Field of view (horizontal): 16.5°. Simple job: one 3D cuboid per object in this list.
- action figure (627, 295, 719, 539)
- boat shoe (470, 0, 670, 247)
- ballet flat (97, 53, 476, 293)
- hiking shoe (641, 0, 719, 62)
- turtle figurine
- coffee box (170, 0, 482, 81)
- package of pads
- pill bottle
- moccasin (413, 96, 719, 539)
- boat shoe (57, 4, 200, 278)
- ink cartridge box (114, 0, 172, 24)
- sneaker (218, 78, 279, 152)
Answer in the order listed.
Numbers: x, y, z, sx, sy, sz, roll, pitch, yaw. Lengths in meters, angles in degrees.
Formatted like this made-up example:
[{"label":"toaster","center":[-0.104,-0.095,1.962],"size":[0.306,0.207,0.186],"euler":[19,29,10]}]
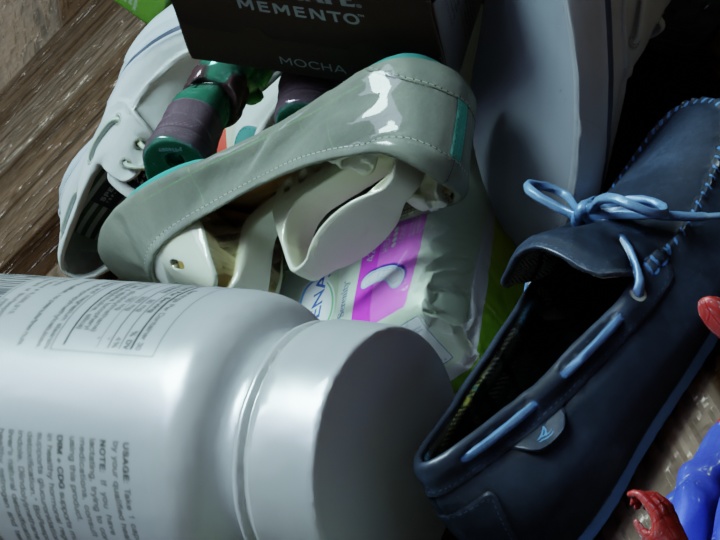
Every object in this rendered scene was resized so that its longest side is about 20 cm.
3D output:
[{"label":"action figure","center":[0.087,0.074,0.741],"size":[0.065,0.099,0.201],"euler":[-22,38,46]},{"label":"boat shoe","center":[0.087,-0.103,0.931],"size":[0.074,0.065,0.201],"euler":[33,127,50]},{"label":"ballet flat","center":[-0.035,-0.019,0.958],"size":[0.200,0.067,0.064],"euler":[-28,49,39]},{"label":"hiking shoe","center":[0.102,-0.123,1.053],"size":[0.200,0.074,0.087],"euler":[-111,38,-60]},{"label":"turtle figurine","center":[-0.027,-0.114,1.057],"size":[0.150,0.101,0.200],"euler":[-30,32,38]},{"label":"coffee box","center":[0.005,-0.176,0.978],"size":[0.113,0.080,0.201],"euler":[9,61,15]},{"label":"package of pads","center":[0.000,0.000,1.025],"size":[0.154,0.068,0.200],"euler":[-32,29,33]},{"label":"pill bottle","center":[-0.072,0.062,0.905],"size":[0.199,0.113,0.114],"euler":[3,53,34]},{"label":"moccasin","center":[0.085,0.010,0.864],"size":[0.080,0.068,0.200],"euler":[-17,38,51]},{"label":"boat shoe","center":[-0.102,-0.060,1.276],"size":[0.200,0.073,0.067],"euler":[127,157,-49]},{"label":"ink cartridge box","center":[-0.060,-0.240,1.265],"size":[0.200,0.076,0.148],"euler":[-47,-12,-36]},{"label":"sneaker","center":[0.006,-0.104,1.177],"size":[0.200,0.070,0.093],"euler":[-46,31,14]}]
